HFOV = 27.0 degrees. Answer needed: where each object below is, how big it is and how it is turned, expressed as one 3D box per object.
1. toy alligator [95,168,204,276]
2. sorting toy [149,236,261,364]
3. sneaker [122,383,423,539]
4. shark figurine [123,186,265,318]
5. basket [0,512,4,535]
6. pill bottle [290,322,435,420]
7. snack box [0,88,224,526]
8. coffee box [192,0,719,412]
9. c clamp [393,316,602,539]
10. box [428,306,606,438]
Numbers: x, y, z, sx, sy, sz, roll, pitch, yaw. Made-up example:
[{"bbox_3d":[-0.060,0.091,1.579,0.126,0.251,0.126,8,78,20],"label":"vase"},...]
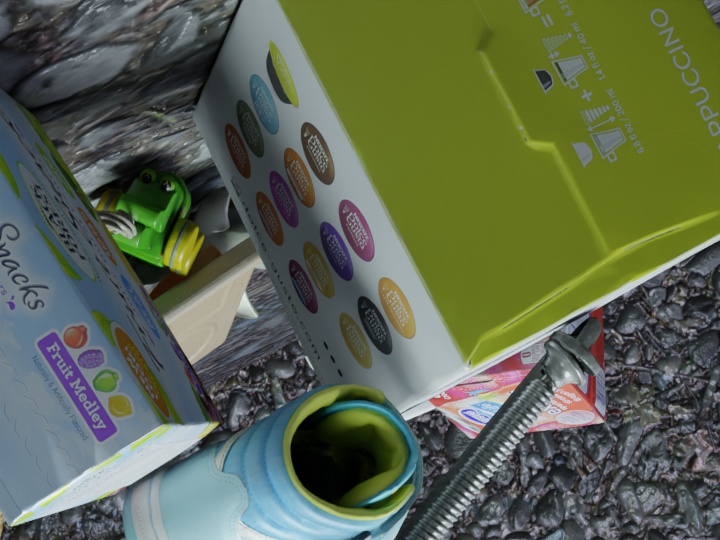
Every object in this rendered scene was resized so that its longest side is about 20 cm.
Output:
[{"bbox_3d":[-0.124,-0.036,0.889,0.200,0.059,0.055,102,10,-84],"label":"toy alligator"},{"bbox_3d":[-0.153,0.055,1.001,0.185,0.037,0.200,-35,172,-28],"label":"sorting toy"},{"bbox_3d":[-0.003,0.103,0.718,0.130,0.080,0.200,-29,165,30],"label":"sneaker"},{"bbox_3d":[-0.064,-0.018,1.109,0.090,0.213,0.129,-91,-156,-50],"label":"shark figurine"},{"bbox_3d":[-0.399,0.210,1.299,0.199,0.150,0.142,-22,172,-45],"label":"basket"},{"bbox_3d":[0.000,0.000,1.004,0.113,0.201,0.114,-22,179,-1],"label":"pill bottle"},{"bbox_3d":[-0.131,0.007,0.587,0.067,0.169,0.200,-33,176,-1],"label":"snack box"},{"bbox_3d":[0.057,-0.061,0.753,0.199,0.201,0.198,-25,174,-20],"label":"coffee box"},{"bbox_3d":[0.053,0.094,0.687,0.200,0.027,0.171,-50,172,-12],"label":"c clamp"},{"bbox_3d":[0.093,-0.008,0.938,0.095,0.201,0.100,-10,152,24],"label":"box"}]
